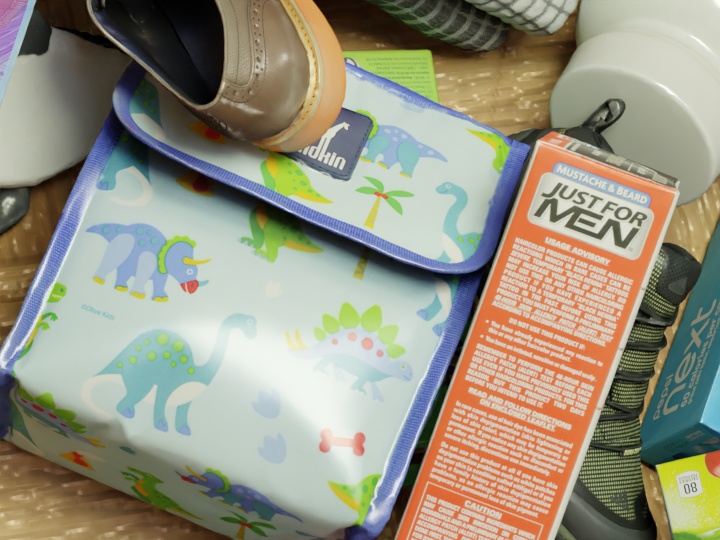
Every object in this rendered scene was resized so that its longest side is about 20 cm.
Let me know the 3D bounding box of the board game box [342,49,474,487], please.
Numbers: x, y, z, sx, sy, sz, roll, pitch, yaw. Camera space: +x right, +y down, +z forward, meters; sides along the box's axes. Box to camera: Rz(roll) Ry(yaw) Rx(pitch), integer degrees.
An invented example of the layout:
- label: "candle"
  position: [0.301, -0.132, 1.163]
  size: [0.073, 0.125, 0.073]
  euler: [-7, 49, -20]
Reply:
- label: "board game box"
  position: [0.000, 0.000, 1.223]
  size: [0.095, 0.030, 0.200]
  euler: [-3, 72, -23]

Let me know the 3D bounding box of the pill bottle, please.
- label: "pill bottle"
  position: [0.167, -0.124, 1.275]
  size: [0.112, 0.112, 0.200]
  euler: [40, 56, -6]

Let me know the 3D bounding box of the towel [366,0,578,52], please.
- label: "towel"
  position: [0.022, -0.210, 1.234]
  size: [0.165, 0.085, 0.200]
  euler: [20, 62, -54]

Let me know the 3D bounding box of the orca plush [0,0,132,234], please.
- label: "orca plush"
  position: [-0.188, -0.063, 1.160]
  size: [0.200, 0.071, 0.105]
  euler: [-31, 131, -24]

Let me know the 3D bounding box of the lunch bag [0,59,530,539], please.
- label: "lunch bag"
  position: [-0.039, 0.000, 1.134]
  size: [0.170, 0.127, 0.200]
  euler: [24, 69, -2]

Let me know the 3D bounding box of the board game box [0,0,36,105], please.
- label: "board game box"
  position: [-0.210, -0.124, 1.111]
  size: [0.158, 0.039, 0.200]
  euler: [5, 48, 8]

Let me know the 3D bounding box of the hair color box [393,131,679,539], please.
- label: "hair color box"
  position: [0.068, 0.048, 1.123]
  size: [0.064, 0.111, 0.200]
  euler: [21, 96, 5]

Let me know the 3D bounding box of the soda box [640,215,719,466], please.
- label: "soda box"
  position: [0.197, 0.007, 1.280]
  size: [0.064, 0.068, 0.200]
  euler: [29, 65, -12]

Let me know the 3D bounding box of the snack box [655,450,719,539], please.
- label: "snack box"
  position: [0.238, 0.143, 1.146]
  size: [0.200, 0.068, 0.169]
  euler: [-13, 56, 7]

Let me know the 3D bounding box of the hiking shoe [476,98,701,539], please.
- label: "hiking shoe"
  position: [0.101, 0.030, 1.200]
  size: [0.076, 0.101, 0.200]
  euler: [-11, 83, -58]

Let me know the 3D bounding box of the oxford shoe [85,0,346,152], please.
- label: "oxford shoe"
  position: [-0.083, -0.131, 1.091]
  size: [0.073, 0.071, 0.200]
  euler: [5, 39, -54]
